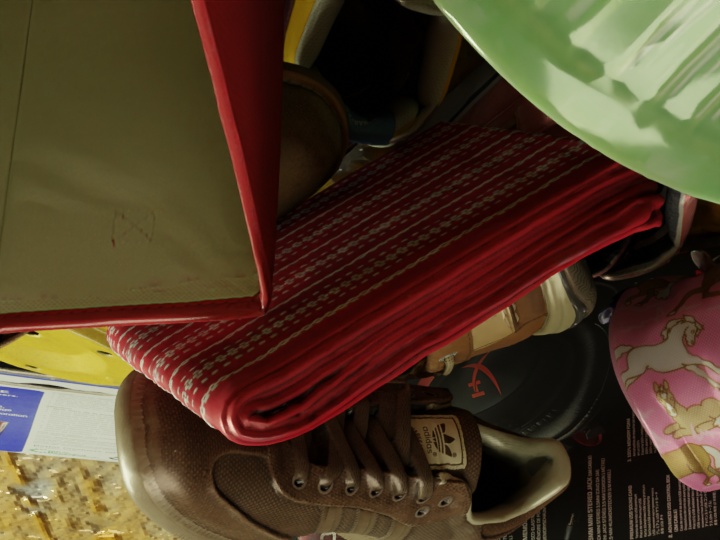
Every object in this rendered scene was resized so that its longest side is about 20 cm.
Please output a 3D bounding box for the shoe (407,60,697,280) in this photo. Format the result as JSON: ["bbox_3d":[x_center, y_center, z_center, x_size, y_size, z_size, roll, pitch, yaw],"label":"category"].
[{"bbox_3d":[0.067,-0.028,0.990,0.071,0.091,0.200,12,146,-18],"label":"shoe"}]

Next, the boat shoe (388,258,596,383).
[{"bbox_3d":[0.016,0.005,0.961,0.074,0.076,0.200,-27,-179,-16],"label":"boat shoe"}]

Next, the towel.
[{"bbox_3d":[0.000,0.000,0.807,0.145,0.023,0.200,-30,-168,-10],"label":"towel"}]

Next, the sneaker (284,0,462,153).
[{"bbox_3d":[-0.013,-0.071,0.921,0.075,0.090,0.200,8,147,-13],"label":"sneaker"}]

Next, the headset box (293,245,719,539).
[{"bbox_3d":[0.061,0.084,1.048,0.200,0.149,0.075,-12,137,16],"label":"headset box"}]

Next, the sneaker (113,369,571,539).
[{"bbox_3d":[-0.002,0.057,0.908,0.075,0.071,0.200,-20,161,29],"label":"sneaker"}]

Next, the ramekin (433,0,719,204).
[{"bbox_3d":[0.102,-0.125,0.743,0.200,0.200,0.098,20,135,-29],"label":"ramekin"}]

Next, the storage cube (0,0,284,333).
[{"bbox_3d":[-0.117,-0.103,0.765,0.171,0.180,0.200,-4,140,6],"label":"storage cube"}]

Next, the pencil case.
[{"bbox_3d":[0.183,0.004,0.913,0.200,0.087,0.083,-27,162,29],"label":"pencil case"}]

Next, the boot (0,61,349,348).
[{"bbox_3d":[-0.094,-0.007,0.851,0.200,0.075,0.074,-20,122,-2],"label":"boot"}]

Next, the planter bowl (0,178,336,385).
[{"bbox_3d":[-0.111,-0.011,0.961,0.200,0.084,0.200,16,165,4],"label":"planter bowl"}]

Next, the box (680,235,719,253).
[{"bbox_3d":[0.182,0.032,1.138,0.200,0.038,0.137,-8,147,12],"label":"box"}]

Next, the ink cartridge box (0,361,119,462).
[{"bbox_3d":[-0.133,0.043,1.098,0.197,0.047,0.200,8,164,-10],"label":"ink cartridge box"}]
